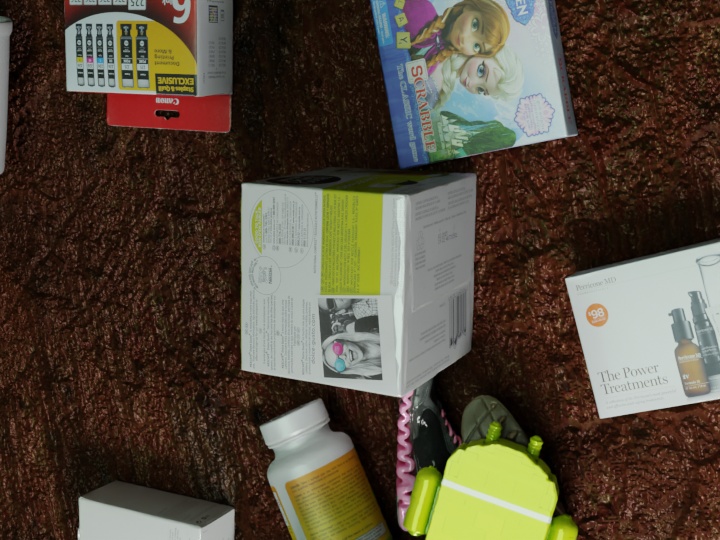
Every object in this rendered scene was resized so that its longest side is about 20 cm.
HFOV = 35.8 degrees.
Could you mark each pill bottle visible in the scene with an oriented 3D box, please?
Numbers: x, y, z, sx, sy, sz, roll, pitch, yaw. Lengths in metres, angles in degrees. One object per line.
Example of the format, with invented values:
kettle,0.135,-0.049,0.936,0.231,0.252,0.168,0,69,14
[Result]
pill bottle,-0.044,0.260,1.317,0.110,0.111,0.203,-24,87,28

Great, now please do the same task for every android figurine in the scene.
android figurine,0.137,0.263,1.174,0.179,0.041,0.204,15,96,13

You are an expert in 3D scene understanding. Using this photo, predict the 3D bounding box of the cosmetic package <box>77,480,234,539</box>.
cosmetic package,-0.269,0.353,1.465,0.197,0.084,0.110,8,102,27

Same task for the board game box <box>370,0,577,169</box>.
board game box,0.117,-0.225,1.190,0.196,0.041,0.204,-9,94,28

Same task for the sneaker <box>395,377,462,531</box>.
sneaker,0.087,0.197,1.272,0.093,0.079,0.204,1,100,5

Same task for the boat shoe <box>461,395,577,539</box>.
boat shoe,0.171,0.230,1.221,0.071,0.068,0.202,-30,85,11

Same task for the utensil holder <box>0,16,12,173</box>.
utensil holder,-0.543,-0.233,1.463,0.167,0.169,0.204,12,107,25

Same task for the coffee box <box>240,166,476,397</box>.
coffee box,0.000,0.000,1.199,0.194,0.199,0.204,6,102,26

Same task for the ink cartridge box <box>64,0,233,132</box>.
ink cartridge box,-0.256,-0.258,1.354,0.197,0.084,0.179,6,102,26

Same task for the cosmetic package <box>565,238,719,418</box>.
cosmetic package,0.322,0.056,1.128,0.197,0.051,0.154,-15,89,29
